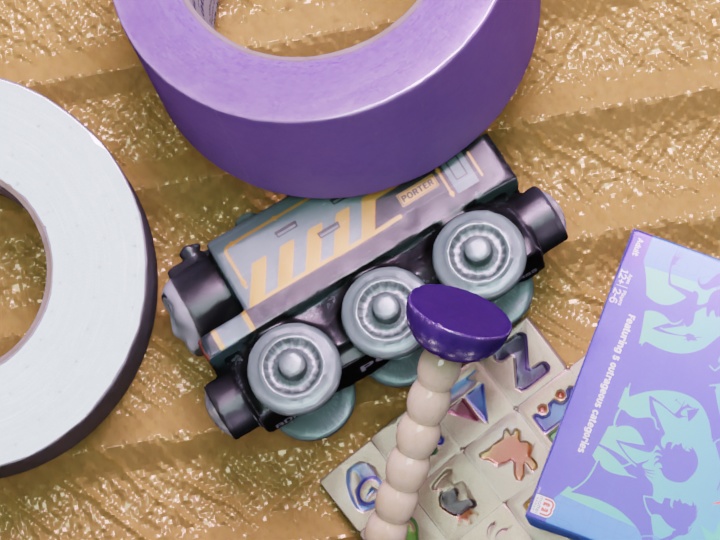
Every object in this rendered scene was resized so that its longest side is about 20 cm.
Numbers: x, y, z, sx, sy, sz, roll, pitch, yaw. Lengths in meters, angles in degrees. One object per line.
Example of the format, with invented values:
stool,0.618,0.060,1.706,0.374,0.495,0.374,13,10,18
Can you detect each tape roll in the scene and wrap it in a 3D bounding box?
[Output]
tape roll,-0.201,0.004,1.466,0.200,0.066,0.201,0,83,0
tape roll,-0.016,-0.142,1.440,0.200,0.085,0.200,-4,66,9

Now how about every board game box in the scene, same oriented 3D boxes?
board game box,0.199,0.085,1.430,0.200,0.045,0.152,19,83,10

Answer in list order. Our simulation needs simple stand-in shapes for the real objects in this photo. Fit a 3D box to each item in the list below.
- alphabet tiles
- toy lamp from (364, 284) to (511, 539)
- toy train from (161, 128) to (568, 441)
alphabet tiles,0.107,0.107,1.467,0.200,0.008,0.167,-38,79,0
toy lamp,0.019,0.104,1.422,0.058,0.058,0.200,20,113,3
toy train,0.000,0.000,1.462,0.200,0.085,0.114,-31,72,-1
